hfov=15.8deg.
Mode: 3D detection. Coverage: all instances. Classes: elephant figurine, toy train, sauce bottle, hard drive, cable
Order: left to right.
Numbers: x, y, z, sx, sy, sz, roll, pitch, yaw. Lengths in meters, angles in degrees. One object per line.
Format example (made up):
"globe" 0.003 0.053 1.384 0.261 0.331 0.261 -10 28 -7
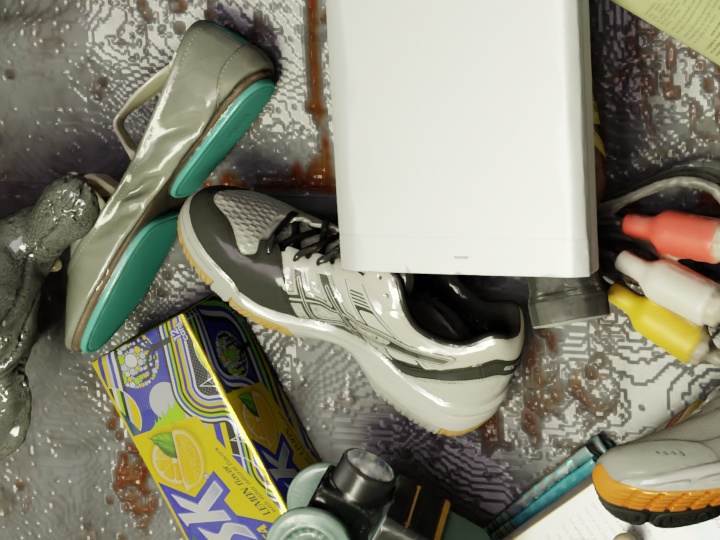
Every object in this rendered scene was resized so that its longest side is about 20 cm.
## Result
"elephant figurine" -0.222 0.031 1.398 0.200 0.141 0.156 10 113 63
"toy train" -0.014 0.191 1.365 0.114 0.085 0.201 28 110 0
"hard drive" 0.048 -0.099 1.270 0.131 0.026 0.201 2 103 22
"sauce bottle" 0.089 -0.072 1.314 0.064 0.065 0.201 -9 89 23
"cable" 0.115 -0.018 1.342 0.199 0.050 0.098 16 109 17

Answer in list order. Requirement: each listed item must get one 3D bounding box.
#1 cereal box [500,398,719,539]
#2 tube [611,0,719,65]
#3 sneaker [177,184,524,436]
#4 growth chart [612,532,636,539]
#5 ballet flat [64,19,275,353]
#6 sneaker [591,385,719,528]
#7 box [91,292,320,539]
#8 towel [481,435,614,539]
"cereal box" 0.144 0.179 1.362 0.200 0.040 0.144 -38 89 26
"tube" 0.186 -0.128 1.281 0.199 0.052 0.058 27 154 -5
"sneaker" 0.000 0.000 1.370 0.199 0.076 0.088 31 136 2
"growth chart" 0.111 0.236 1.360 0.145 0.018 0.200 46 116 0
"ballet flat" -0.119 -0.048 1.423 0.064 0.067 0.200 38 107 13
"sneaker" 0.198 0.066 1.283 0.076 0.199 0.093 131 125 -64
"box" -0.065 0.117 1.441 0.070 0.064 0.201 -27 93 25
"towel" 0.104 0.204 1.419 0.200 0.022 0.147 -41 85 25
